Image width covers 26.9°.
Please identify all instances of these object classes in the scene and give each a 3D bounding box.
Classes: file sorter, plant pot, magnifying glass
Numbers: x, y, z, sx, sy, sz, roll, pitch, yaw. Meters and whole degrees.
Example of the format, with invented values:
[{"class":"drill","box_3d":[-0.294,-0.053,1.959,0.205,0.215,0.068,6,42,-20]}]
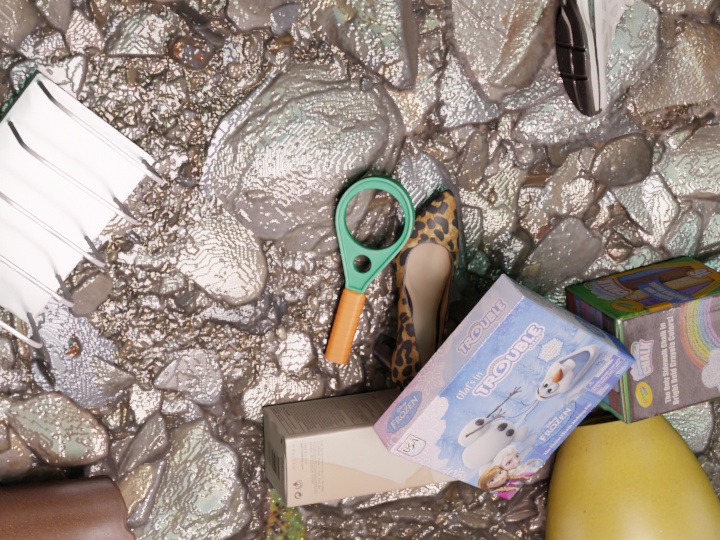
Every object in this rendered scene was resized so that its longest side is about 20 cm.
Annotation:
[{"class":"file sorter","box_3d":[-0.291,-0.053,1.370,0.139,0.124,0.200,37,90,-25]},{"class":"plant pot","box_3d":[0.286,0.229,1.629,0.199,0.200,0.143,-10,88,-16]},{"class":"plant pot","box_3d":[-0.321,0.288,1.427,0.197,0.200,0.201,-8,108,-24]},{"class":"magnifying glass","box_3d":[0.000,0.000,1.531,0.079,0.022,0.201,17,108,5]}]

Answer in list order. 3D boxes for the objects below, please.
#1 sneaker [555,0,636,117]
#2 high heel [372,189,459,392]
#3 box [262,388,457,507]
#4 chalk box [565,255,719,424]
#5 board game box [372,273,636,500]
[{"class":"sneaker","box_3d":[0.261,-0.262,1.530,0.115,0.076,0.202,-12,106,-14]},{"class":"high heel","box_3d":[0.076,0.024,1.508,0.071,0.143,0.201,16,99,-21]},{"class":"box","box_3d":[0.006,0.178,1.555,0.199,0.095,0.078,-6,108,-16]},{"class":"chalk box","box_3d":[0.299,0.077,1.614,0.199,0.124,0.125,-12,110,-15]},{"class":"board game box","box_3d":[0.144,0.120,1.476,0.199,0.043,0.200,27,108,-42]}]
